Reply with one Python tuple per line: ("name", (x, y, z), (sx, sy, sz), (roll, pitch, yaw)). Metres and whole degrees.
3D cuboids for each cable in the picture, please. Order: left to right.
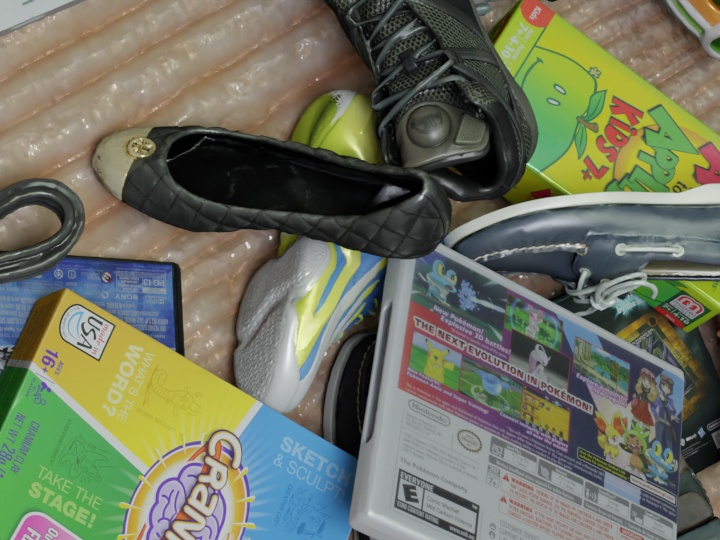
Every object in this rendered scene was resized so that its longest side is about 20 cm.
("cable", (-0.225, 0.020, 1.070), (0.097, 0.050, 0.200), (36, 59, 3))

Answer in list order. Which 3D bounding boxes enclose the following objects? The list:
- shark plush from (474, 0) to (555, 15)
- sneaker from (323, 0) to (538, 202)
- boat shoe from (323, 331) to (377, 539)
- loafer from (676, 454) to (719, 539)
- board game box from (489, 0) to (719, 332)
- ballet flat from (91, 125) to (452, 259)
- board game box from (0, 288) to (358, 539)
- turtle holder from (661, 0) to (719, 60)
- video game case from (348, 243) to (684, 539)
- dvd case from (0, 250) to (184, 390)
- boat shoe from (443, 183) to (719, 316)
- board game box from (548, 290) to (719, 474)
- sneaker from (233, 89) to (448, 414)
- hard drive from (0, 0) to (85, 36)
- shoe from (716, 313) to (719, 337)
("shark plush", (0.079, -0.180, 1.284), (0.200, 0.083, 0.091), (17, 70, -28))
("sneaker", (0.029, -0.121, 1.176), (0.200, 0.076, 0.114), (58, 16, -14))
("boat shoe", (0.025, 0.130, 1.191), (0.074, 0.060, 0.200), (7, 75, -33))
("loafer", (0.125, 0.150, 1.218), (0.200, 0.072, 0.063), (-10, 80, -44))
("board game box", (0.149, -0.065, 1.299), (0.200, 0.048, 0.102), (36, 61, -6))
("ballet flat", (-0.047, -0.051, 1.138), (0.200, 0.057, 0.067), (10, 56, 13))
("board game box", (-0.105, 0.124, 1.101), (0.200, 0.040, 0.153), (32, 64, -22))
("turtle holder", (0.246, -0.199, 1.378), (0.141, 0.186, 0.132), (-3, 78, 0))
("video game case", (0.090, 0.093, 1.161), (0.200, 0.023, 0.182), (27, 51, -23))
("dvd case", (-0.154, 0.090, 1.114), (0.143, 0.018, 0.200), (4, 76, -32))
("boat shoe", (0.147, -0.010, 1.223), (0.200, 0.075, 0.062), (-5, 80, -17))
("board game box", (0.132, 0.081, 1.290), (0.200, 0.028, 0.135), (-23, 91, -33))
("sneaker", (0.000, 0.000, 1.198), (0.105, 0.076, 0.200), (26, 65, -25))
("hard drive", (-0.222, -0.220, 1.140), (0.132, 0.026, 0.200), (-29, 95, -34))
("shoe", (0.242, 0.054, 1.309), (0.091, 0.071, 0.200), (57, 31, -13))
